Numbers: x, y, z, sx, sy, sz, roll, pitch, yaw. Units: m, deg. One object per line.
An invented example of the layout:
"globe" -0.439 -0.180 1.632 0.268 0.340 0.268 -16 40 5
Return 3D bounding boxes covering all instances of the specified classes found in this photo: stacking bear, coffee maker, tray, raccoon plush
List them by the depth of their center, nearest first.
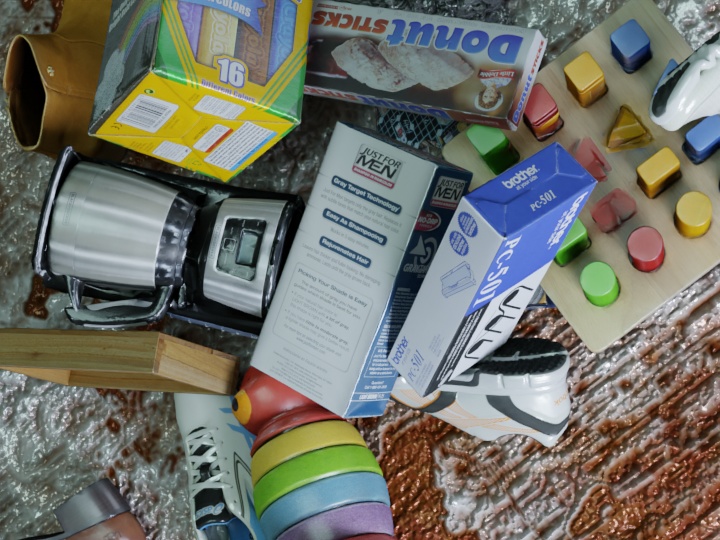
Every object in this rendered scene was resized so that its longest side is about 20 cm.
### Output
"stacking bear" -0.044 0.158 1.200 0.122 0.113 0.201 -57 47 53
"raccoon plush" 0.033 -0.186 1.211 0.134 0.097 0.200 30 96 17
"coffee maker" -0.146 -0.026 1.240 0.199 0.192 0.135 13 105 3
"tray" -0.207 0.074 1.249 0.199 0.099 0.037 -1 75 37

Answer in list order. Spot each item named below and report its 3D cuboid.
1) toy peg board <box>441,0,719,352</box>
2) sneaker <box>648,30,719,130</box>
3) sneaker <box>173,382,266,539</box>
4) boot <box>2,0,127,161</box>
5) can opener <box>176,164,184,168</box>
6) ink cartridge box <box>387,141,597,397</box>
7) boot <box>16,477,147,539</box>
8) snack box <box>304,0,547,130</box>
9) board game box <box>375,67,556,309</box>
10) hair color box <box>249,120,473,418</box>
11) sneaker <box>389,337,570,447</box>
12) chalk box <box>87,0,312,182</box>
"toy peg board" 0.190 -0.078 1.109 0.199 0.098 0.200 -37 79 6
"sneaker" 0.289 -0.145 1.072 0.200 0.075 0.081 -32 86 -26
"sneaker" -0.114 0.174 1.245 0.072 0.072 0.201 -23 75 20
"boot" -0.252 -0.191 1.297 0.071 0.144 0.202 -7 82 20
"can opener" -0.152 -0.174 1.233 0.063 0.079 0.201 -21 70 10
"ink cartridge box" 0.088 0.004 1.056 0.044 0.094 0.200 47 146 19
"boot" -0.232 0.309 1.297 0.188 0.068 0.200 -34 81 7
"snack box" 0.036 -0.155 1.115 0.199 0.024 0.072 14 78 32
"board game box" 0.083 -0.065 1.209 0.135 0.035 0.201 -5 83 21
"hair color box" 0.000 0.000 1.136 0.100 0.060 0.201 27 102 31
"sneaker" 0.072 0.097 1.178 0.199 0.074 0.080 4 121 34
"chalk box" -0.116 -0.193 1.151 0.124 0.123 0.201 -32 46 53
